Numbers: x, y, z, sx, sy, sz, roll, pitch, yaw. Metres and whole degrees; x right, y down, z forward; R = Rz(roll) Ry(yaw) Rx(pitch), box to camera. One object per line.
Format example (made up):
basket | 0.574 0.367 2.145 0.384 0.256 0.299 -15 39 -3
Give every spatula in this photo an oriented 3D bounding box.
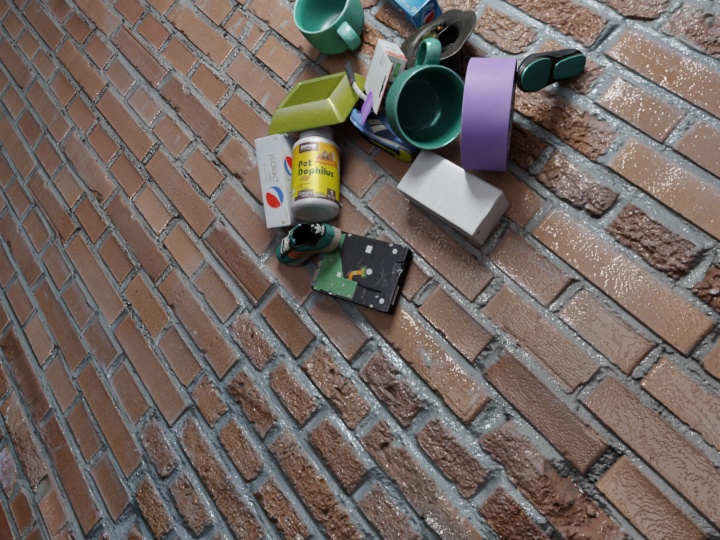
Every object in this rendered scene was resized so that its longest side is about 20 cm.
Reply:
spatula | -0.006 -0.395 1.276 0.057 0.020 0.202 -58 40 42

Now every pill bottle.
pill bottle | -0.099 -0.218 1.307 0.108 0.109 0.203 -9 71 24

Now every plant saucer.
plant saucer | -0.101 -0.389 1.336 0.197 0.048 0.201 -3 39 26

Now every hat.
hat | 0.173 -0.463 1.251 0.199 0.081 0.202 -24 39 21

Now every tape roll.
tape roll | 0.240 -0.288 1.094 0.084 0.200 0.203 6 77 14

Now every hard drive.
hard drive | 0.000 0.000 1.232 0.198 0.038 0.142 14 82 29

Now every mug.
mug | 0.133 -0.337 1.161 0.186 0.151 0.115 -56 20 8
mug | -0.066 -0.579 1.387 0.150 0.114 0.188 -10 71 24

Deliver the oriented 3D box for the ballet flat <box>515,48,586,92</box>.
ballet flat | 0.340 -0.380 1.106 0.073 0.198 0.074 34 136 42

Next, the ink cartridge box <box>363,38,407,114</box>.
ink cartridge box | 0.055 -0.404 1.239 0.201 0.050 0.110 -102 27 -56

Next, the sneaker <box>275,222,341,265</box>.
sneaker | -0.133 -0.065 1.271 0.199 0.079 0.072 -18 58 44

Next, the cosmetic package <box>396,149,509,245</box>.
cosmetic package | 0.181 -0.148 1.163 0.199 0.071 0.102 38 94 31

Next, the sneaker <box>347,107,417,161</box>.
sneaker | 0.050 -0.313 1.283 0.199 0.074 0.083 34 92 22

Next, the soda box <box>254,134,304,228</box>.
soda box | -0.183 -0.199 1.334 0.067 0.063 0.203 -6 93 26

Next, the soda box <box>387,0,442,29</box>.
soda box | 0.101 -0.640 1.357 0.068 0.064 0.201 -41 61 10
